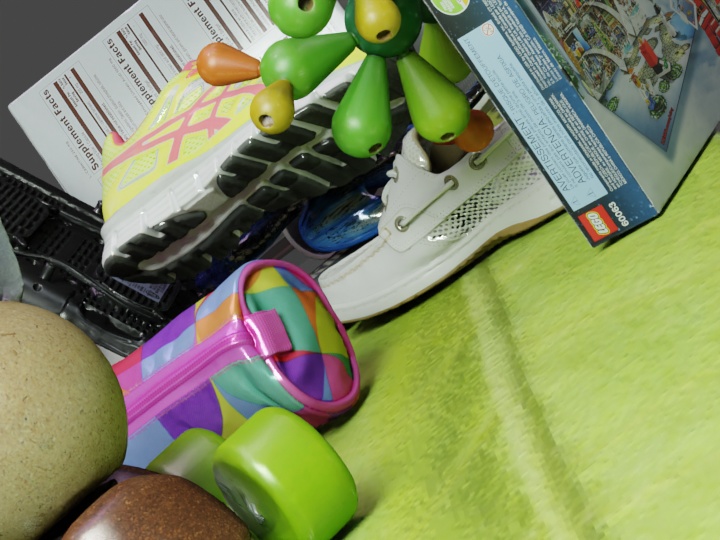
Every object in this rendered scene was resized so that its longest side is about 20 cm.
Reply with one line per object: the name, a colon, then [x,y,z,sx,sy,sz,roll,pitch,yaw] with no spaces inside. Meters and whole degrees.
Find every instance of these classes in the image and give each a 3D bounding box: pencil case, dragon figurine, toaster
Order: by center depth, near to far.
pencil case: [-0.093,0.075,1.104,0.199,0.089,0.088,-36,8,25]
dragon figurine: [-0.010,-0.048,1.252,0.199,0.059,0.100,-20,19,29]
toaster: [-0.172,0.033,1.268,0.119,0.180,0.200,-62,3,14]

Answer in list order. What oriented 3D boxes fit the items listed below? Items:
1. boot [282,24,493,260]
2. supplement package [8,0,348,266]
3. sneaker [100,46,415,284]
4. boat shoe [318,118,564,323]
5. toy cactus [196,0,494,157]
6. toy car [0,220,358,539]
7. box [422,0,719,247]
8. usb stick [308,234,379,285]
boot: [0.047,-0.099,1.356,0.200,0.072,0.144,-49,-11,29]
supplement package: [-0.074,-0.090,1.503,0.199,0.148,0.191,-37,-14,6]
sneaker: [-0.060,-0.075,1.185,0.199,0.091,0.078,-29,-30,26]
boat shoe: [0.045,-0.042,1.177,0.199,0.069,0.071,-33,9,33]
toy cactus: [0.009,-0.132,1.048,0.102,0.167,0.199,14,2,33]
toy car: [-0.132,0.068,0.893,0.164,0.200,0.158,-42,9,-25]
box: [0.109,-0.115,1.063,0.038,0.137,0.200,-29,12,35]
usb stick: [0.000,0.000,1.275,0.200,0.033,0.055,-40,4,-13]
